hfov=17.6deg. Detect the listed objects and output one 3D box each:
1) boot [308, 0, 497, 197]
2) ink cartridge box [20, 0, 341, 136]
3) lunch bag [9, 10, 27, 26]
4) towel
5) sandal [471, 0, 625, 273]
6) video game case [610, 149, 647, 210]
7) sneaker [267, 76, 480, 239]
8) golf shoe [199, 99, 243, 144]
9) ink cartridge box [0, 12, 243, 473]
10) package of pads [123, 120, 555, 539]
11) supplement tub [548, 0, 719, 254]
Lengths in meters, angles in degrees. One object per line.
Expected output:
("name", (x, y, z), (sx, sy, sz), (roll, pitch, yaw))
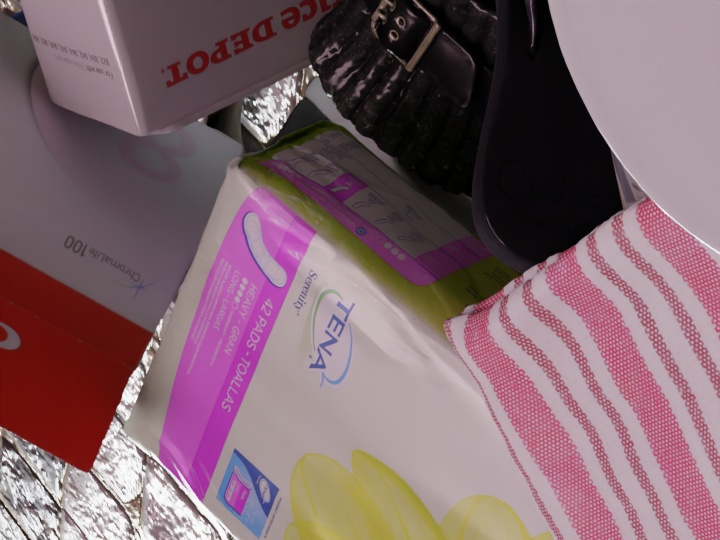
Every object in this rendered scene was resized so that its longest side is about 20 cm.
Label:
("boot", (0.019, -0.138, 0.874), (0.212, 0.079, 0.158), (57, 151, 8))
("ink cartridge box", (-0.074, -0.175, 0.922), (0.084, 0.145, 0.201), (21, 132, 51))
("lunch bag", (-0.192, -0.030, 1.251), (0.133, 0.136, 0.200), (55, 152, 11))
("towel", (0.100, 0.052, 0.688), (0.147, 0.030, 0.200), (64, 149, 5))
("sandal", (0.075, -0.099, 0.766), (0.043, 0.076, 0.201), (130, 140, -75))
("video game case", (0.147, 0.045, 0.683), (0.200, 0.023, 0.183), (31, 141, 58))
("sneaker", (0.000, 0.000, 0.959), (0.071, 0.099, 0.200), (34, -172, -33))
("golf shoe", (-0.098, -0.111, 1.117), (0.088, 0.077, 0.201), (-3, 115, 35))
("ink cartridge box", (-0.143, -0.028, 0.930), (0.162, 0.200, 0.057), (29, 117, -8))
("package of pads", (0.015, 0.058, 0.859), (0.200, 0.068, 0.155), (41, 128, 21))
("supplement tub", (0.157, -0.095, 0.563), (0.145, 0.199, 0.145), (39, 144, 35))
